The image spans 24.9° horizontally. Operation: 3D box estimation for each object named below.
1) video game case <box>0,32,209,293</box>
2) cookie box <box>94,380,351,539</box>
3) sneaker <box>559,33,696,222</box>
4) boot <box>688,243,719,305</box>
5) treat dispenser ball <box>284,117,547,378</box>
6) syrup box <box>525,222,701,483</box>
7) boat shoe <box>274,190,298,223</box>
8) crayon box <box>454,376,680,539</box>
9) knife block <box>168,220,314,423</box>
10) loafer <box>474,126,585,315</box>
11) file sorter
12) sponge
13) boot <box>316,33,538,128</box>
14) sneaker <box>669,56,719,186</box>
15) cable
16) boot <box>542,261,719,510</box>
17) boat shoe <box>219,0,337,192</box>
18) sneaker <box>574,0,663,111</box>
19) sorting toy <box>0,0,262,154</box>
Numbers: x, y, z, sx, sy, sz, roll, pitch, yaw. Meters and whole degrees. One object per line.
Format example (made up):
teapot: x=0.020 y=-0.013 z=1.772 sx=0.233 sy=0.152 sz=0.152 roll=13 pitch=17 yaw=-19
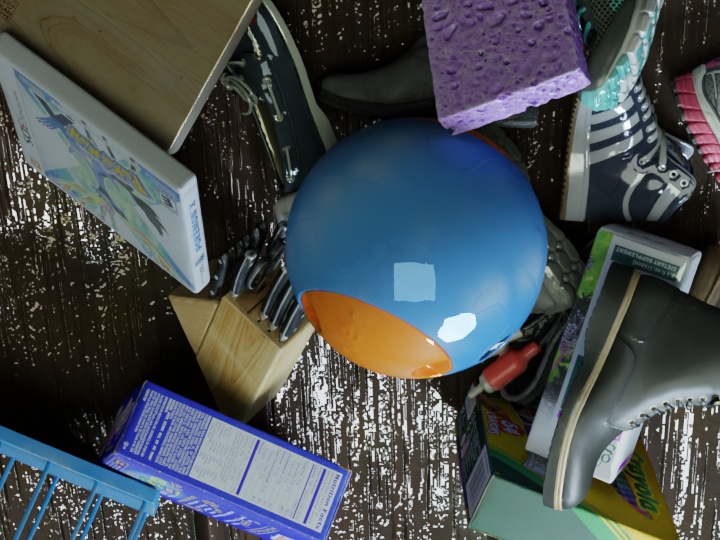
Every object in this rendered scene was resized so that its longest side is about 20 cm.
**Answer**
video game case: x=-0.205 y=-0.082 z=1.299 sx=0.200 sy=0.022 sz=0.182 roll=36 pitch=159 yaw=15
cookie box: x=-0.127 y=0.179 z=1.466 sx=0.200 sy=0.075 sz=0.171 roll=25 pitch=164 yaw=-9
sneaker: x=0.224 y=-0.122 z=1.314 sx=0.108 sy=0.070 sz=0.200 roll=8 pitch=128 yaw=6
boot: x=0.244 y=0.039 z=1.413 sx=0.075 sy=0.074 sz=0.200 roll=38 pitch=119 yaw=-5
treat dispenser ball: x=0.043 y=-0.018 z=1.248 sx=0.201 sy=0.201 sz=0.201 roll=2 pitch=121 yaw=4
syrup box: x=0.210 y=0.067 z=1.353 sx=0.079 sy=0.081 sz=0.200 roll=21 pitch=101 yaw=16
boat shoe: x=0.000 y=0.000 z=1.410 sx=0.066 sy=0.072 sz=0.200 roll=-3 pitch=145 yaw=45
crayon box: x=0.175 y=0.183 z=1.421 sx=0.172 sy=0.200 sz=0.058 roll=20 pitch=109 yaw=-8
knife block: x=-0.073 y=0.052 z=1.397 sx=0.175 sy=0.064 sz=0.200 roll=8 pitch=128 yaw=43
loafer: x=0.115 y=-0.048 z=1.365 sx=0.070 sy=0.070 sz=0.200 roll=-22 pitch=102 yaw=44
file sorter: x=-0.300 y=0.224 z=1.487 sx=0.200 sy=0.123 sz=0.139 roll=23 pitch=165 yaw=-2
sponge: x=0.100 y=-0.207 z=1.208 sx=0.111 sy=0.200 sz=0.030 roll=-18 pitch=152 yaw=22
boot: x=0.061 y=-0.183 z=1.294 sx=0.200 sy=0.070 sz=0.132 roll=6 pitch=94 yaw=28
sneaker: x=0.326 y=-0.083 z=1.324 sx=0.075 sy=0.081 sz=0.200 roll=-26 pitch=115 yaw=16
cable: x=0.163 y=0.045 z=1.414 sx=0.200 sy=0.050 sz=0.097 roll=-36 pitch=67 yaw=27
boot: x=0.230 y=0.109 z=1.272 sx=0.138 sy=0.077 sz=0.200 roll=18 pitch=100 yaw=9
boat shoe: x=-0.080 y=-0.154 z=1.318 sx=0.062 sy=0.075 sz=0.200 roll=-32 pitch=125 yaw=-11
sneaker: x=0.182 y=-0.208 z=1.220 sx=0.091 sy=0.200 sz=0.078 roll=15 pitch=154 yaw=10
sorting toy: x=-0.164 y=-0.227 z=1.246 sx=0.200 sy=0.070 sz=0.199 roll=37 pitch=112 yaw=12
